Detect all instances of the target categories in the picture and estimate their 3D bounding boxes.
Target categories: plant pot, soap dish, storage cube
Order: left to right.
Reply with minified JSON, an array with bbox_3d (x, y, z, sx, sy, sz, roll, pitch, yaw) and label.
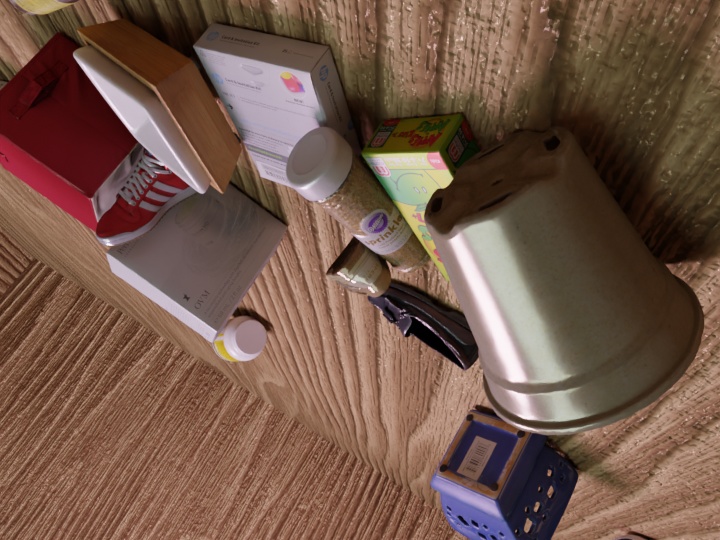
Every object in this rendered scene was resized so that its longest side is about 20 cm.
[{"bbox_3d":[-0.411,-0.190,0.910,0.178,0.173,0.200,35,158,-8],"label":"storage cube"},{"bbox_3d":[-0.232,-0.196,0.722,0.199,0.081,0.158,38,164,35],"label":"soap dish"},{"bbox_3d":[0.254,0.384,1.140,0.197,0.201,0.181,8,143,47],"label":"plant pot"},{"bbox_3d":[0.151,-0.006,0.516,0.199,0.201,0.185,-2,128,55],"label":"plant pot"}]

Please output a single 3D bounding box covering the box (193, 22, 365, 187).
[{"bbox_3d":[-0.078,-0.163,0.679,0.153,0.042,0.201,21,156,27],"label":"box"}]

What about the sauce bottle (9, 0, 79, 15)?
[{"bbox_3d":[-0.324,-0.319,0.667,0.197,0.065,0.065,14,152,43],"label":"sauce bottle"}]

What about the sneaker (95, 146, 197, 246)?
[{"bbox_3d":[-0.295,-0.128,0.854,0.071,0.199,0.114,35,155,27],"label":"sneaker"}]

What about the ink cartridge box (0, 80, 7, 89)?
[{"bbox_3d":[-0.667,-0.285,1.149,0.197,0.116,0.068,19,155,32],"label":"ink cartridge box"}]

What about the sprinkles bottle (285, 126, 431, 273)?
[{"bbox_3d":[0.007,-0.069,0.661,0.067,0.070,0.199,11,163,42],"label":"sprinkles bottle"}]

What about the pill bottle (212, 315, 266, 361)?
[{"bbox_3d":[-0.311,0.178,1.608,0.112,0.114,0.199,39,158,-16],"label":"pill bottle"}]

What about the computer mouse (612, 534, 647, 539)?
[{"bbox_3d":[0.598,0.572,1.247,0.197,0.045,0.110,4,149,42],"label":"computer mouse"}]

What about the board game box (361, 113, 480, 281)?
[{"bbox_3d":[0.094,-0.063,0.632,0.100,0.048,0.201,9,147,45],"label":"board game box"}]

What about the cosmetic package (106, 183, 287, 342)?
[{"bbox_3d":[-0.253,-0.033,0.974,0.198,0.202,0.123,35,159,-6],"label":"cosmetic package"}]

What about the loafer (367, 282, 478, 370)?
[{"bbox_3d":[0.088,0.078,0.910,0.197,0.064,0.072,25,157,22],"label":"loafer"}]

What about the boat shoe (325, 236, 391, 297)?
[{"bbox_3d":[0.000,0.000,0.791,0.064,0.072,0.200,38,-176,-6],"label":"boat shoe"}]
